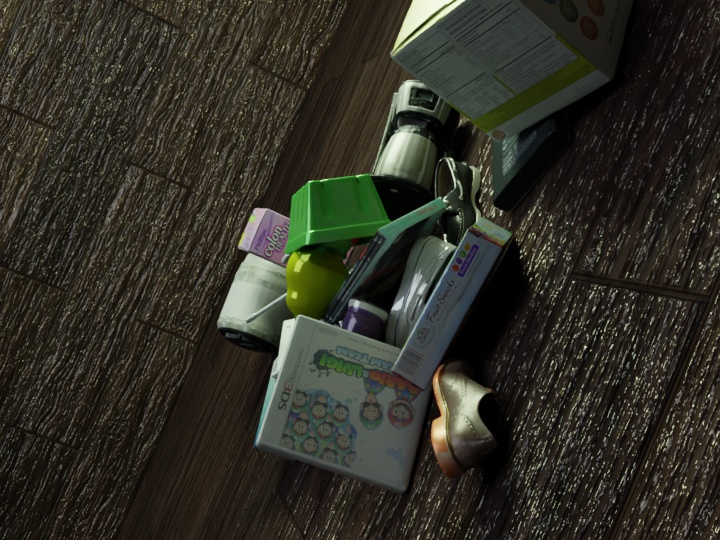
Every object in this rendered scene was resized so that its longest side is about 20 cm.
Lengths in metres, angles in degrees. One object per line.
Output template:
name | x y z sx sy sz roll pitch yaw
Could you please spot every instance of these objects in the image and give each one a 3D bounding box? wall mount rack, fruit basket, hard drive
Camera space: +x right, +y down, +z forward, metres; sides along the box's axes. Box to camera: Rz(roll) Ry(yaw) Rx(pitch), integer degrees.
wall mount rack | -0.104 0.069 1.517 0.200 0.074 0.174 61 137 32
fruit basket | -0.041 -0.026 1.391 0.216 0.155 0.216 172 90 -77
hard drive | 0.224 -0.191 1.277 0.140 0.033 0.200 -54 20 40

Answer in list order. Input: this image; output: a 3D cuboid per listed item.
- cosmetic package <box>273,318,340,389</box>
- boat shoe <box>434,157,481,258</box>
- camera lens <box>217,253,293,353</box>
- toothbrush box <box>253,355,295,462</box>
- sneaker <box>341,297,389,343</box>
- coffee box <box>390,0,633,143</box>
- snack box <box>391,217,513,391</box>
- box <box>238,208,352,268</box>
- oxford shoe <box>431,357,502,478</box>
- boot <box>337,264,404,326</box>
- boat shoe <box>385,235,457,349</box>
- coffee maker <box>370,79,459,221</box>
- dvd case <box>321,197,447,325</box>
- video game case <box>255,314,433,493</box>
cosmetic package | -0.059 0.148 1.545 0.151 0.052 0.200 -13 39 14
boat shoe | 0.135 -0.091 1.379 0.074 0.060 0.200 -49 23 44
camera lens | -0.229 0.080 2.196 0.160 0.160 0.200 -28 41 67
toothbrush box | -0.113 0.220 1.724 0.146 0.085 0.200 -54 20 43
sneaker | 0.004 0.108 1.373 0.200 0.076 0.088 57 -126 -68
coffee box | 0.191 -0.321 1.181 0.200 0.198 0.200 -26 38 52
snack box | 0.116 0.038 1.180 0.200 0.053 0.142 -62 -7 15
box | -0.140 -0.049 2.006 0.097 0.200 0.176 -67 14 -2
oxford shoe | 0.126 0.156 1.070 0.073 0.071 0.200 -25 22 17
boot | -0.002 -0.001 1.538 0.158 0.079 0.211 32 88 49
boat shoe | 0.088 0.054 1.311 0.065 0.074 0.200 21 106 41
coffee maker | 0.079 -0.189 1.584 0.192 0.135 0.200 -37 32 63
dvd case | 0.033 -0.011 1.351 0.146 0.022 0.200 -29 -20 -45
video game case | -0.013 0.171 1.230 0.024 0.200 0.182 121 167 -64
